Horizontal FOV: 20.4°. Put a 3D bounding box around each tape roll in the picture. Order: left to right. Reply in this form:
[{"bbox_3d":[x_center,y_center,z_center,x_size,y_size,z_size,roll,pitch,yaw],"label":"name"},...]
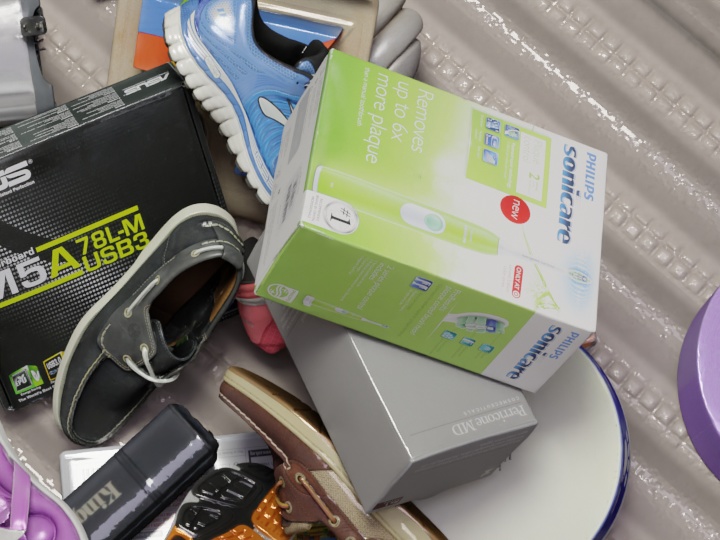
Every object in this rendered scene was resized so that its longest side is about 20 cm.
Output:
[{"bbox_3d":[0.336,0.080,1.465,0.199,0.066,0.201,1,73,-5],"label":"tape roll"}]

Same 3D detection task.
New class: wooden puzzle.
[{"bbox_3d":[-0.093,-0.123,1.429,0.184,0.201,0.046,12,28,3],"label":"wooden puzzle"}]

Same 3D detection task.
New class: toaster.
[{"bbox_3d":[-0.282,-0.144,1.415,0.129,0.200,0.114,-9,93,-8],"label":"toaster"}]

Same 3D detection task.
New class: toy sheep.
[{"bbox_3d":[-0.023,-0.176,1.486,0.200,0.138,0.138,43,73,-8],"label":"toy sheep"}]

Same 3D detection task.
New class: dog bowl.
[{"bbox_3d":[0.086,0.126,1.392,0.199,0.079,0.201,-1,82,10],"label":"dog bowl"}]

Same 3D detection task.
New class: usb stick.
[{"bbox_3d":[-0.183,0.172,1.380,0.200,0.033,0.055,-42,71,-8],"label":"usb stick"}]

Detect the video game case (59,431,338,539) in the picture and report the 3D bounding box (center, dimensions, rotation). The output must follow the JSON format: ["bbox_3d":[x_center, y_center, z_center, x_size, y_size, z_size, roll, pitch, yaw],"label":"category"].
[{"bbox_3d":[-0.105,0.208,1.408,0.199,0.023,0.183,-5,73,-7],"label":"video game case"}]

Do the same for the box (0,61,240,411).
[{"bbox_3d":[-0.190,-0.022,1.397,0.199,0.194,0.048,-22,37,-12],"label":"box"}]

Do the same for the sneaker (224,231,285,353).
[{"bbox_3d":[0.000,0.000,1.446,0.199,0.087,0.074,-18,36,-13],"label":"sneaker"}]

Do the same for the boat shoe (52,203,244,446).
[{"bbox_3d":[-0.148,0.048,1.387,0.200,0.072,0.068,-53,38,17],"label":"boat shoe"}]

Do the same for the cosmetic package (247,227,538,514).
[{"bbox_3d":[0.018,0.046,1.310,0.106,0.090,0.200,-16,65,-32],"label":"cosmetic package"}]

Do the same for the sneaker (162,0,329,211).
[{"bbox_3d":[-0.050,-0.107,1.364,0.089,0.079,0.200,-29,114,11],"label":"sneaker"}]

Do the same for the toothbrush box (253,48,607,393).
[{"bbox_3d":[0.047,-0.031,1.266,0.199,0.086,0.146,21,52,-14],"label":"toothbrush box"}]

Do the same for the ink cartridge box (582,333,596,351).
[{"bbox_3d":[0.062,-0.007,1.477,0.199,0.050,0.163,-6,73,-10],"label":"ink cartridge box"}]

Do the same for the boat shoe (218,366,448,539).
[{"bbox_3d":[-0.029,0.147,1.336,0.200,0.072,0.072,42,93,8],"label":"boat shoe"}]

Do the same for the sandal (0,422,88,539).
[{"bbox_3d":[-0.255,0.157,1.364,0.082,0.050,0.203,-41,56,-5],"label":"sandal"}]

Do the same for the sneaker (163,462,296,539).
[{"bbox_3d":[-0.114,0.211,1.361,0.076,0.092,0.200,37,49,14],"label":"sneaker"}]
